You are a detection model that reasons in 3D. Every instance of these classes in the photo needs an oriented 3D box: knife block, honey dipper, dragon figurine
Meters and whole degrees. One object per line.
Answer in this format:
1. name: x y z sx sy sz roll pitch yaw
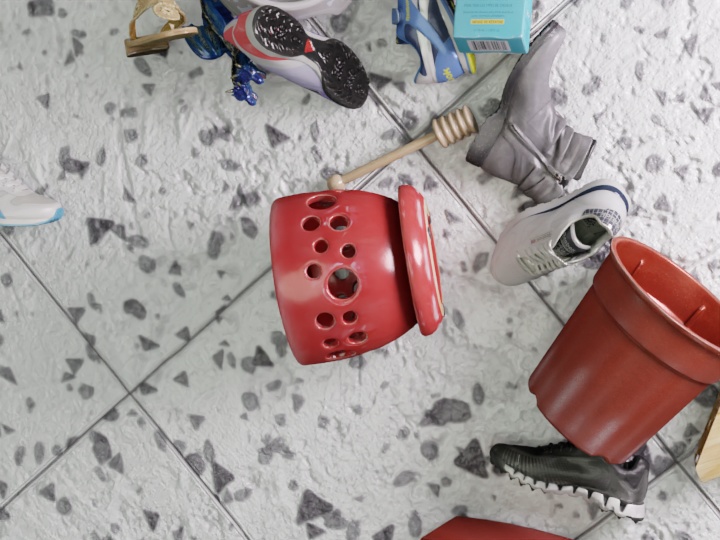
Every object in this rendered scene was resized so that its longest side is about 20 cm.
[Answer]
1. knife block: 0.496 0.173 1.611 0.174 0.064 0.202 21 101 10
2. honey dipper: 0.047 -0.140 1.688 0.199 0.038 0.038 -26 91 17
3. dragon figurine: -0.172 -0.290 1.677 0.200 0.099 0.059 49 122 0

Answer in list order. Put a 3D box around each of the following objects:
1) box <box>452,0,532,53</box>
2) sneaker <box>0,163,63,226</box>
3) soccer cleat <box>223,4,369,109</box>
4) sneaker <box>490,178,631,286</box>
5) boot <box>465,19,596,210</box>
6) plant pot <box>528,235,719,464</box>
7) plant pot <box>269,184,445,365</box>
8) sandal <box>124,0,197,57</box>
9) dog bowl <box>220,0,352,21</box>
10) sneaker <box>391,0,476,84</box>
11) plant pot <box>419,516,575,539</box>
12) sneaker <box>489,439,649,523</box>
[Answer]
1. box: 0.156 -0.349 1.589 0.082 0.049 0.202 2 77 15
2. sneaker: -0.474 -0.105 1.793 0.198 0.076 0.081 14 99 9
3. soccer cleat: -0.071 -0.249 1.650 0.073 0.199 0.069 0 70 47
4. sneaker: 0.220 -0.032 1.614 0.076 0.081 0.200 41 130 -16
5. boot: 0.222 -0.179 1.632 0.131 0.070 0.201 30 114 5
6. plant pot: 0.305 0.101 1.590 0.200 0.201 0.196 39 113 5
7. plant pot: 0.000 0.000 1.640 0.181 0.200 0.202 -9 96 4
8. sandal: -0.248 -0.298 1.652 0.077 0.212 0.070 -13 96 -17
9. dog bowl: -0.087 -0.383 1.640 0.198 0.059 0.202 0 85 -2
10. sneaker: 0.066 -0.311 1.641 0.082 0.074 0.201 -23 91 17
11. plant pot: 0.147 0.401 1.669 0.175 0.200 0.201 24 103 22
12. sneaker: 0.256 0.228 1.677 0.198 0.066 0.091 18 99 6
